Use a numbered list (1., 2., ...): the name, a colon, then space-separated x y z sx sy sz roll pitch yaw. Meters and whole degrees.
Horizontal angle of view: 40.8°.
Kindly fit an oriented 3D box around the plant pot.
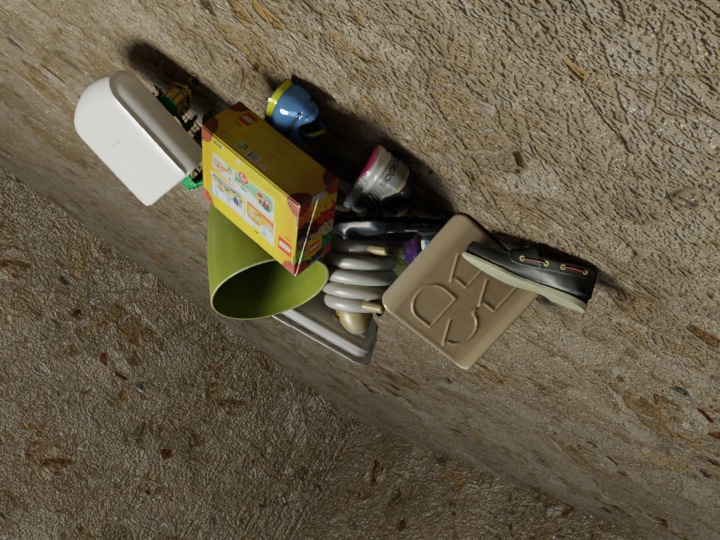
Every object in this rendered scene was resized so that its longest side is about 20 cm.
1. plant pot: -0.162 -0.058 1.505 0.184 0.203 0.188 -14 154 -7

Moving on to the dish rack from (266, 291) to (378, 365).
1. dish rack: -0.055 0.073 1.627 0.198 0.044 0.172 30 -164 -2

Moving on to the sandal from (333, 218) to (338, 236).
1. sandal: -0.088 -0.042 1.713 0.210 0.070 0.078 -7 121 54

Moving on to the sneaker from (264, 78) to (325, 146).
1. sneaker: -0.093 -0.198 1.384 0.078 0.066 0.200 37 164 3

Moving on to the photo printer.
1. photo printer: -0.357 -0.212 1.524 0.200 0.070 0.165 49 142 -14

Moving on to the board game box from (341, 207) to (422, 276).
1. board game box: 0.048 -0.036 1.623 0.118 0.033 0.201 14 148 25

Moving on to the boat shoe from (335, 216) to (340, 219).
1. boat shoe: 0.016 -0.038 1.727 0.199 0.073 0.072 35 168 7

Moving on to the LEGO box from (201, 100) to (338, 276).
1. LEGO box: -0.131 -0.114 1.358 0.199 0.077 0.150 39 147 21

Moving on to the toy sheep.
1. toy sheep: 0.000 0.000 1.534 0.135 0.204 0.138 7 -178 0

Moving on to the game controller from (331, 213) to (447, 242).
1. game controller: 0.046 -0.067 1.422 0.103 0.043 0.199 -12 175 34

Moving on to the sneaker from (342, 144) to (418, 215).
1. sneaker: 0.033 -0.116 1.413 0.087 0.074 0.200 31 164 -4

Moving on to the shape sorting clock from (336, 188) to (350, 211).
1. shape sorting clock: -0.097 -0.151 1.504 0.198 0.040 0.200 31 -171 -5

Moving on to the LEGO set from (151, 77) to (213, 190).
1. LEGO set: -0.263 -0.235 1.582 0.200 0.116 0.153 47 142 -14

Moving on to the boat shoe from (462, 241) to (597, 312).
1. boat shoe: 0.244 -0.004 1.403 0.199 0.064 0.074 21 175 24

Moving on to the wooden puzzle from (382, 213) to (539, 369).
1. wooden puzzle: 0.155 0.032 1.499 0.199 0.186 0.046 38 -171 -26

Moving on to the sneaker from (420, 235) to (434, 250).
1. sneaker: 0.159 -0.001 1.565 0.199 0.076 0.086 38 169 -29

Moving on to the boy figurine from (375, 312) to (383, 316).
1. boy figurine: -0.030 0.000 1.646 0.198 0.065 0.124 28 149 -14
